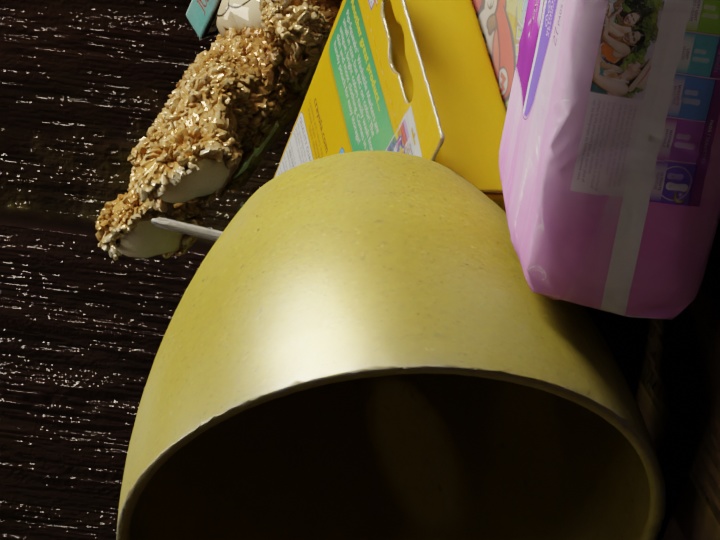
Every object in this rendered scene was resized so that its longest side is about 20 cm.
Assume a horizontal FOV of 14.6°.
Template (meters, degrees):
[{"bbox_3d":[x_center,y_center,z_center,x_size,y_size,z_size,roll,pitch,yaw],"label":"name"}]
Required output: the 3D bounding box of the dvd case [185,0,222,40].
[{"bbox_3d":[0.009,-0.200,1.504,0.022,0.200,0.146,58,151,16],"label":"dvd case"}]

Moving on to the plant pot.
[{"bbox_3d":[0.007,0.040,1.058,0.200,0.200,0.142,104,165,-50],"label":"plant pot"}]

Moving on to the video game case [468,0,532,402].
[{"bbox_3d":[0.058,-0.070,1.168,0.182,0.023,0.200,-132,47,-62],"label":"video game case"}]

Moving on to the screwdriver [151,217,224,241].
[{"bbox_3d":[0.000,0.000,1.292,0.029,0.200,0.028,-150,74,-67],"label":"screwdriver"}]

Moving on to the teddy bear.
[{"bbox_3d":[-0.071,-0.085,1.415,0.200,0.067,0.145,-54,-1,-25],"label":"teddy bear"}]

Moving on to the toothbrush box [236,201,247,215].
[{"bbox_3d":[0.001,0.034,1.455,0.200,0.146,0.086,116,152,-71],"label":"toothbrush box"}]

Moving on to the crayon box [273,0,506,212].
[{"bbox_3d":[0.015,-0.037,1.181,0.200,0.052,0.126,113,150,-49],"label":"crayon box"}]

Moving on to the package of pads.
[{"bbox_3d":[0.100,-0.096,0.996,0.121,0.076,0.200,-99,17,-67],"label":"package of pads"}]
